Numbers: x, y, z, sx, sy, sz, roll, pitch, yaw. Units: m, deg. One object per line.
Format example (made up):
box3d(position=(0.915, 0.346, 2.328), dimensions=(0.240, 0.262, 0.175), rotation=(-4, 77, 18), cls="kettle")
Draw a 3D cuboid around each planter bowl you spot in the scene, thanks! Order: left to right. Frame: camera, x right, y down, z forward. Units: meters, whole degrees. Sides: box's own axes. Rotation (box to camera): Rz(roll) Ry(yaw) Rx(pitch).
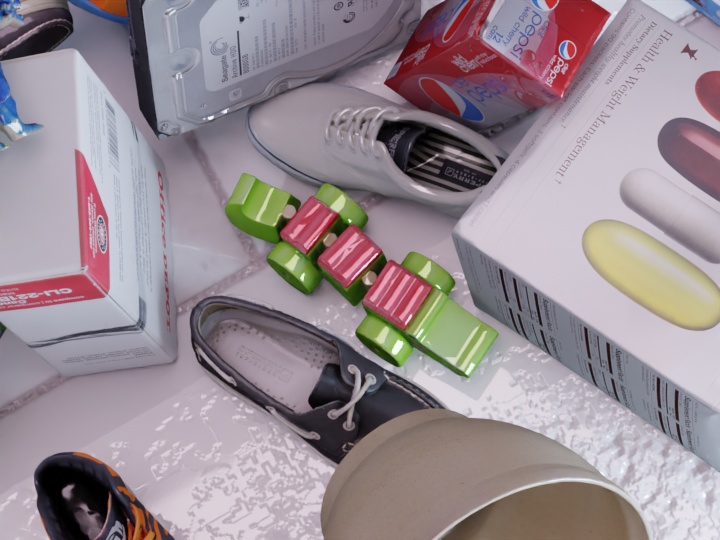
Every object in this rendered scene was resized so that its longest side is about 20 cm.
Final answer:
box3d(position=(0.057, 0.167, 1.390), dimensions=(0.200, 0.201, 0.135), rotation=(-36, 43, -4), cls="planter bowl")

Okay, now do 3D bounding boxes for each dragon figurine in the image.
box3d(position=(-0.240, -0.105, 1.328), dimensions=(0.059, 0.200, 0.100), rotation=(-27, 97, 25), cls="dragon figurine")

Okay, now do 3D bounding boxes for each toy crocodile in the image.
box3d(position=(0.000, 0.000, 1.506), dimensions=(0.199, 0.062, 0.068), rotation=(37, 81, 17), cls="toy crocodile")

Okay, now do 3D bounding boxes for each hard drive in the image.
box3d(position=(-0.053, -0.173, 1.503), dimensions=(0.199, 0.140, 0.038), rotation=(-22, 54, -16), cls="hard drive")

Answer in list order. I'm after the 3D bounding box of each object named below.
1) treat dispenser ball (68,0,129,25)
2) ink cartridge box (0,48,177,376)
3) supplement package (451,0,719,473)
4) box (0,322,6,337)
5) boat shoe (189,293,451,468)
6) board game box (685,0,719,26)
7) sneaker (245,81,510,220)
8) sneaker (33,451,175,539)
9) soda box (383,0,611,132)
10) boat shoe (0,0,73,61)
box3d(position=(-0.136, -0.262, 1.537), dimensions=(0.199, 0.201, 0.203), rotation=(-3, 72, 8), cls="treat dispenser ball")
box3d(position=(-0.182, -0.030, 1.472), dimensions=(0.083, 0.200, 0.146), rotation=(-8, 71, 10), cls="ink cartridge box")
box3d(position=(0.196, -0.020, 1.437), dimensions=(0.199, 0.147, 0.192), rotation=(34, 80, 18), cls="supplement package")
box3d(position=(-0.298, -0.033, 1.449), dimensions=(0.121, 0.194, 0.200), rotation=(1, 28, 11), cls="box")
box3d(position=(-0.022, 0.074, 1.486), dimensions=(0.199, 0.060, 0.074), rotation=(31, 78, 17), cls="boat shoe")
box3d(position=(0.323, -0.189, 1.531), dimensions=(0.200, 0.037, 0.151), rotation=(40, 82, 19), cls="board game box")
box3d(position=(0.015, -0.086, 1.526), dimensions=(0.198, 0.071, 0.074), rotation=(15, 75, 15), cls="sneaker")
box3d(position=(-0.137, 0.191, 1.438), dimensions=(0.200, 0.112, 0.078), rotation=(41, 82, 18), cls="sneaker")
box3d(position=(0.082, -0.137, 1.462), dimensions=(0.070, 0.200, 0.064), rotation=(34, 79, -10), cls="soda box")
box3d(position=(-0.272, -0.112, 1.582), dimensions=(0.199, 0.072, 0.065), rotation=(-33, 75, 1), cls="boat shoe")
